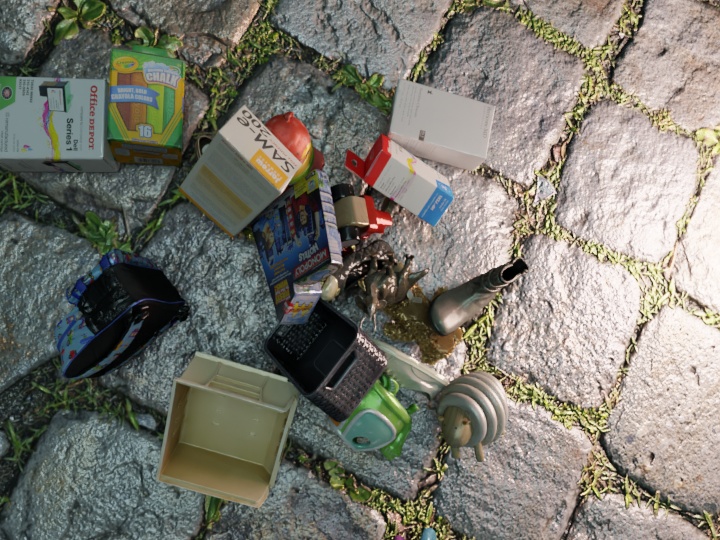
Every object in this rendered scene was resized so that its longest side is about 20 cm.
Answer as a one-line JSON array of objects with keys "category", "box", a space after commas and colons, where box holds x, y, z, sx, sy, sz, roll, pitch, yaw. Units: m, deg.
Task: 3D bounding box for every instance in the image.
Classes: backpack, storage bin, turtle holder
[{"category": "backpack", "box": [-0.419, 0.083, 0.902, 0.199, 0.182, 0.135, -42, 81, 3]}, {"category": "storage bin", "box": [-0.219, 0.269, 0.899, 0.193, 0.094, 0.205, 16, 110, -4]}, {"category": "storage bin", "box": [-0.063, 0.139, 0.908, 0.136, 0.199, 0.094, -50, 127, -8]}, {"category": "turtle holder", "box": [0.017, 0.251, 0.957, 0.132, 0.186, 0.140, -45, 58, -9]}]

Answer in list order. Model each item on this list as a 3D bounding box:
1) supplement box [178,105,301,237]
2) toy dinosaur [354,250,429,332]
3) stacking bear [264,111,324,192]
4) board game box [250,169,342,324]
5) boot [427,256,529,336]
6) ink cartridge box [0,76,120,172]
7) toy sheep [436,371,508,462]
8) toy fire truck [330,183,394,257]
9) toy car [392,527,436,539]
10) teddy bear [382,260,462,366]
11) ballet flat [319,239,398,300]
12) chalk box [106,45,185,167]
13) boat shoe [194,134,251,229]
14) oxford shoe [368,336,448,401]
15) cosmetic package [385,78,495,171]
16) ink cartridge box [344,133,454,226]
[{"category": "supplement box", "box": [-0.199, -0.151, 0.866, 0.126, 0.198, 0.074, 43, 53, -16]}, {"category": "toy dinosaur", "box": [0.049, 0.023, 0.949, 0.076, 0.198, 0.105, 23, 114, 30]}, {"category": "stacking bear", "box": [-0.129, -0.209, 0.942, 0.112, 0.200, 0.123, 34, 82, -2]}, {"category": "board game box", "box": [-0.096, -0.025, 0.878, 0.061, 0.198, 0.206, 3, 70, -44]}, {"category": "boot", "box": [0.211, 0.035, 0.952, 0.198, 0.130, 0.069, -29, 82, -41]}, {"category": "ink cartridge box", "box": [-0.543, -0.260, 0.961, 0.193, 0.084, 0.150, -1, 84, -7]}, {"category": "toy sheep", "box": [0.206, 0.253, 0.968, 0.198, 0.137, 0.140, -28, 87, -51]}, {"category": "toy fire truck", "box": [-0.014, -0.088, 0.982, 0.196, 0.174, 0.133, 3, 71, -45]}, {"category": "toy car", "box": [0.093, 0.542, 0.930, 0.200, 0.176, 0.150, -43, 53, -8]}, {"category": "teddy bear", "box": [0.103, 0.080, 1.014, 0.197, 0.067, 0.147, 31, 73, 4]}, {"category": "ballet flat", "box": [0.000, 0.000, 0.951, 0.057, 0.067, 0.199, 40, 46, 17]}, {"category": "chalk box", "box": [-0.377, -0.305, 0.953, 0.121, 0.124, 0.207, 1, 84, -20]}, {"category": "boat shoe", "box": [-0.244, -0.163, 0.990, 0.075, 0.072, 0.201, -39, 89, -8]}, {"category": "oxford shoe", "box": [0.071, 0.180, 0.991, 0.197, 0.075, 0.059, 31, 84, -6]}, {"category": "cosmetic package", "box": [0.151, -0.279, 1.039, 0.194, 0.081, 0.117, 11, 81, -4]}, {"category": "ink cartridge box", "box": [0.070, -0.177, 0.980, 0.197, 0.117, 0.068, 31, 114, -14]}]
